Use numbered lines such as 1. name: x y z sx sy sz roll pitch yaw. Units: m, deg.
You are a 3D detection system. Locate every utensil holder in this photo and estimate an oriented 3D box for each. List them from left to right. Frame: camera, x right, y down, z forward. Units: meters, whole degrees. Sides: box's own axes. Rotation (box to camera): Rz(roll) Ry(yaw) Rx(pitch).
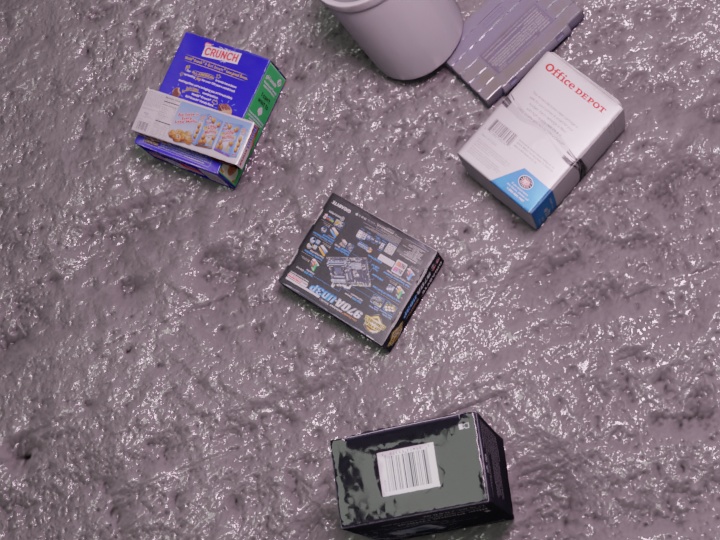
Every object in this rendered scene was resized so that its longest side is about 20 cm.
1. utensil holder: 0.044 -0.401 1.695 0.168 0.200 0.172 -13 59 23

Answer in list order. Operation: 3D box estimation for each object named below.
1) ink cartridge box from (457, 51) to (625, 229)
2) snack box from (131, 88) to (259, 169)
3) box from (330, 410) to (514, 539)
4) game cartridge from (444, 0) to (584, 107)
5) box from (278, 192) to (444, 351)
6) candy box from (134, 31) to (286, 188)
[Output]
1. ink cartridge box: 0.261 -0.186 1.642 0.146 0.086 0.200 42 88 23
2. snack box: -0.255 -0.218 1.762 0.198 0.024 0.073 20 81 21
3. box: 0.085 0.274 1.496 0.194 0.200 0.119 -13 70 13
4. game cartridge: 0.226 -0.355 1.733 0.200 0.038 0.130 -43 71 2
5. box: 0.000 0.000 1.689 0.198 0.046 0.160 29 84 22
6. candy box: -0.238 -0.256 1.822 0.167 0.077 0.202 21 83 22
